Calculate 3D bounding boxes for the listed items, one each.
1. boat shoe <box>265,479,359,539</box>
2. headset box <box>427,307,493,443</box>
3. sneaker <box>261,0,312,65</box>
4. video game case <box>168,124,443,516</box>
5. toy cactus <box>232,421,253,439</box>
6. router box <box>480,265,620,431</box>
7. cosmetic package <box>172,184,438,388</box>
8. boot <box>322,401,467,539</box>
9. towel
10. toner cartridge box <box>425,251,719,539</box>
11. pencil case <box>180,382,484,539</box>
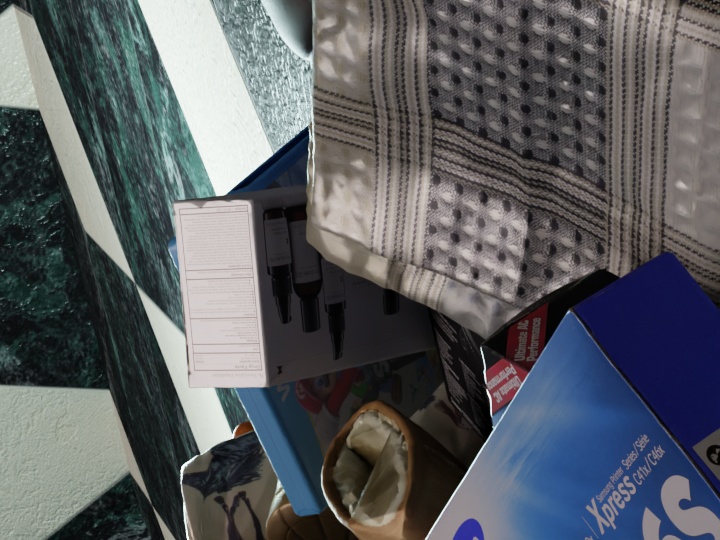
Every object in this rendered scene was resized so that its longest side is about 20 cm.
[{"bbox_3d":[0.050,0.129,1.237,0.074,0.199,0.067,-45,28,42],"label":"boat shoe"},{"bbox_3d":[0.074,-0.013,1.073,0.149,0.077,0.201,-132,27,-63],"label":"headset box"},{"bbox_3d":[0.004,-0.156,1.069,0.078,0.070,0.200,51,144,11],"label":"sneaker"},{"bbox_3d":[-0.004,0.004,1.213,0.018,0.200,0.144,-12,110,37],"label":"video game case"},{"bbox_3d":[0.005,0.044,1.413,0.200,0.102,0.166,17,-102,-55],"label":"toy cactus"},{"bbox_3d":[0.133,0.106,0.869,0.200,0.062,0.150,30,141,45],"label":"router box"},{"bbox_3d":[0.000,0.000,1.155,0.050,0.200,0.083,0,97,36],"label":"cosmetic package"},{"bbox_3d":[0.080,0.155,1.070,0.200,0.066,0.175,42,179,-22],"label":"boot"},{"bbox_3d":[0.056,-0.044,0.922,0.192,0.035,0.201,23,137,23],"label":"towel"},{"bbox_3d":[0.081,0.085,0.821,0.095,0.043,0.200,53,152,17],"label":"toner cartridge box"},{"bbox_3d":[0.001,0.109,1.302,0.078,0.199,0.090,-113,4,-66],"label":"pencil case"}]
